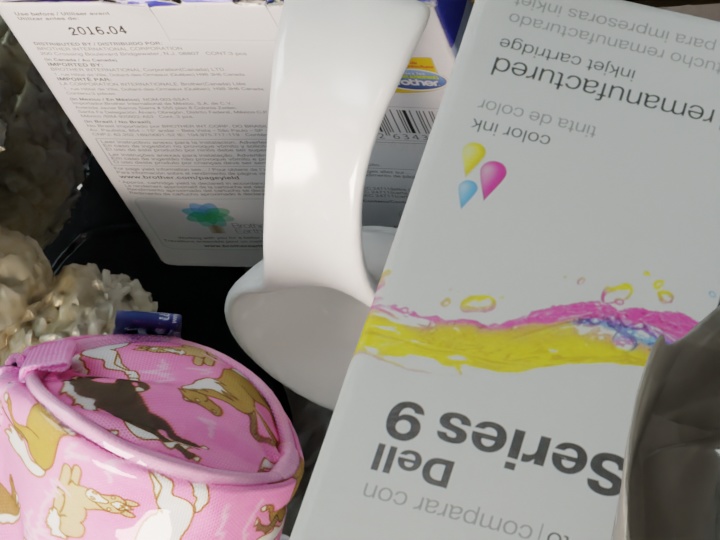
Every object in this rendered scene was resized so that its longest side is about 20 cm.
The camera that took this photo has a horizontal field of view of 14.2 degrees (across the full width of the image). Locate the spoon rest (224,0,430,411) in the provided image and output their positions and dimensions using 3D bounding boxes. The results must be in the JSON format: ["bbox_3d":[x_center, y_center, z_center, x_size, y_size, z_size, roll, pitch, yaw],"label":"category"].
[{"bbox_3d":[0.000,0.000,0.838,0.099,0.200,0.061,14,60,16],"label":"spoon rest"}]

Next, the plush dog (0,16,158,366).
[{"bbox_3d":[-0.159,-0.032,0.898,0.159,0.173,0.201,-16,41,-7],"label":"plush dog"}]

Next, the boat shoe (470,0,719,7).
[{"bbox_3d":[0.074,-0.107,0.818,0.073,0.200,0.064,-2,93,19],"label":"boat shoe"}]

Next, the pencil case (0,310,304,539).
[{"bbox_3d":[-0.084,0.112,0.812,0.087,0.082,0.201,45,125,41],"label":"pencil case"}]

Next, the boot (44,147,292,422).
[{"bbox_3d":[-0.052,-0.026,1.012,0.169,0.076,0.200,-64,28,2],"label":"boot"}]

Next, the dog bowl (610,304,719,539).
[{"bbox_3d":[0.142,0.072,0.610,0.059,0.199,0.201,113,164,-58],"label":"dog bowl"}]

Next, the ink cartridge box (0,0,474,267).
[{"bbox_3d":[-0.020,-0.075,0.866,0.135,0.200,0.077,2,65,16],"label":"ink cartridge box"}]

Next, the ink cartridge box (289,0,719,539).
[{"bbox_3d":[0.072,0.040,0.709,0.144,0.088,0.201,15,59,10],"label":"ink cartridge box"}]

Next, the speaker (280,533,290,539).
[{"bbox_3d":[-0.067,0.115,0.929,0.199,0.088,0.089,11,76,54],"label":"speaker"}]
